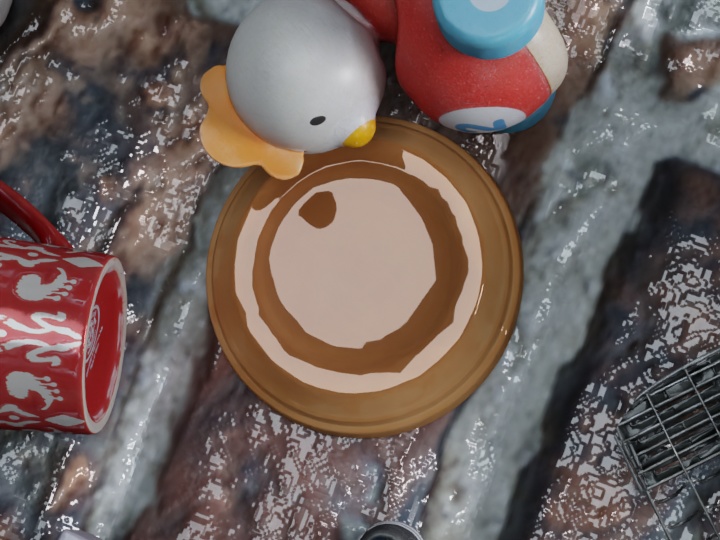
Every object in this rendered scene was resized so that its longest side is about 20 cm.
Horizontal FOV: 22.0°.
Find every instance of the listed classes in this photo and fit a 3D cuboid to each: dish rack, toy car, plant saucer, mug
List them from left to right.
[{"bbox_3d":[-0.246,0.013,1.118,0.198,0.133,0.179,6,82,6],"label":"mug"},{"bbox_3d":[-0.001,-0.118,1.078,0.200,0.184,0.177,-41,76,0],"label":"toy car"},{"bbox_3d":[0.000,0.000,1.129,0.198,0.037,0.202,-1,79,8],"label":"plant saucer"},{"bbox_3d":[0.242,0.140,1.059,0.152,0.055,0.201,-25,75,1],"label":"dish rack"}]

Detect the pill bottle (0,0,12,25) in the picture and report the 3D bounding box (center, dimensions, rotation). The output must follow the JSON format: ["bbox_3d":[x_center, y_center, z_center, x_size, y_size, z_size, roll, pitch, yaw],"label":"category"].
[{"bbox_3d":[-0.329,-0.205,1.179,0.198,0.116,0.118,1,79,9],"label":"pill bottle"}]

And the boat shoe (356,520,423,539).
[{"bbox_3d":[0.006,0.244,1.064,0.069,0.066,0.202,10,80,10],"label":"boat shoe"}]

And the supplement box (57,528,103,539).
[{"bbox_3d":[-0.163,0.267,1.088,0.108,0.061,0.201,23,82,12],"label":"supplement box"}]
